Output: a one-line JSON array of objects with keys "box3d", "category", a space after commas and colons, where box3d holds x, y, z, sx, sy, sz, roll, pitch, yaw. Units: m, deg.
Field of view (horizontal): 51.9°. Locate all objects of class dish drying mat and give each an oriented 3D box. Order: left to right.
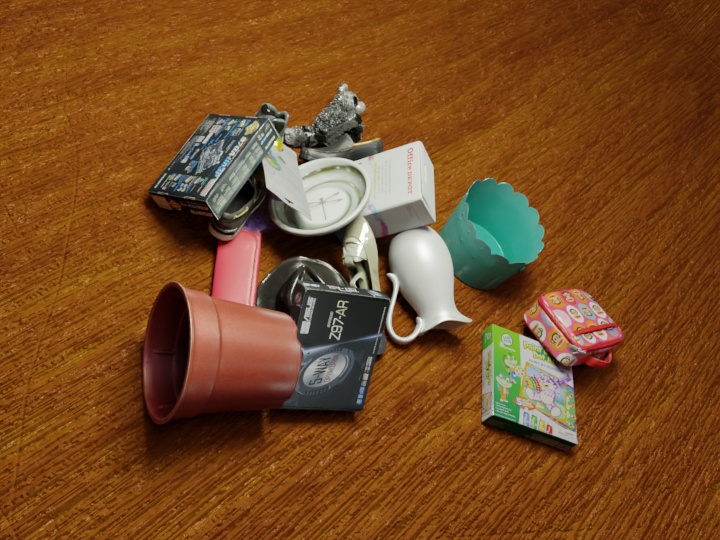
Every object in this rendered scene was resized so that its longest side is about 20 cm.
[{"box3d": [-0.215, 0.018, 1.270, 0.075, 0.018, 0.204, 6, 63, -7], "category": "dish drying mat"}]

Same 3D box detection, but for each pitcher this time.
[{"box3d": [0.106, 0.029, 1.412, 0.168, 0.121, 0.204, -15, 79, -22], "category": "pitcher"}]

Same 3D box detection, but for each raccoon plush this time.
[{"box3d": [-0.077, -0.334, 1.559, 0.196, 0.097, 0.136, 2, 51, -28], "category": "raccoon plush"}]

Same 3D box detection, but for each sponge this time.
[{"box3d": [-0.174, -0.135, 1.406, 0.198, 0.030, 0.112, -30, 77, -39], "category": "sponge"}]

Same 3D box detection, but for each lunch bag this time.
[{"box3d": [0.449, 0.127, 1.529, 0.197, 0.083, 0.177, -5, 50, -43], "category": "lunch bag"}]

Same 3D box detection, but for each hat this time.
[{"box3d": [-0.093, 0.049, 1.252, 0.196, 0.081, 0.204, 3, 59, -5], "category": "hat"}]

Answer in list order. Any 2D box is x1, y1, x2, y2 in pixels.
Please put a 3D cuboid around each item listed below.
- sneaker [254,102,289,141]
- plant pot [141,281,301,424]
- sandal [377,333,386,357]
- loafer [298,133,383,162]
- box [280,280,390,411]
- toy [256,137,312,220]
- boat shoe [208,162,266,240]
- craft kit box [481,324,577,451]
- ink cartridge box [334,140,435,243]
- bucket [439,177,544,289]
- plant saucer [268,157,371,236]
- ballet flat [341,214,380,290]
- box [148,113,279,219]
[{"box3d": [-0.216, -0.268, 1.412, 0.199, 0.116, 0.075, -31, 77, -40], "category": "sneaker"}, {"box3d": [-0.205, 0.129, 1.118, 0.192, 0.201, 0.204, 8, 55, -34], "category": "plant pot"}, {"box3d": [-0.040, 0.106, 1.315, 0.196, 0.043, 0.078, 10, 55, -24], "category": "sandal"}, {"box3d": [-0.038, -0.245, 1.515, 0.197, 0.074, 0.072, -1, 17, -37], "category": "loafer"}, {"box3d": [-0.049, 0.126, 1.205, 0.157, 0.204, 0.043, 8, 13, -29], "category": "box"}, {"box3d": [-0.153, -0.174, 1.343, 0.114, 0.047, 0.203, 34, 30, -39], "category": "toy"}, {"box3d": [-0.209, -0.141, 1.324, 0.071, 0.061, 0.203, 24, 47, -6], "category": "boat shoe"}, {"box3d": [0.330, 0.228, 1.449, 0.196, 0.049, 0.201, 20, 49, -17], "category": "craft kit box"}, {"box3d": [0.042, -0.146, 1.424, 0.085, 0.196, 0.147, 49, 34, -47], "category": "ink cartridge box"}, {"box3d": [0.271, -0.071, 1.550, 0.203, 0.135, 0.211, 14, 55, -21], "category": "bucket"}, {"box3d": [-0.071, -0.125, 1.369, 0.195, 0.051, 0.203, -9, 47, 10], "category": "plant saucer"}, {"box3d": [0.000, 0.000, 1.345, 0.068, 0.069, 0.205, -16, 95, -36], "category": "ballet flat"}, {"box3d": [-0.256, -0.187, 1.288, 0.202, 0.156, 0.046, -59, 140, -26], "category": "box"}]
